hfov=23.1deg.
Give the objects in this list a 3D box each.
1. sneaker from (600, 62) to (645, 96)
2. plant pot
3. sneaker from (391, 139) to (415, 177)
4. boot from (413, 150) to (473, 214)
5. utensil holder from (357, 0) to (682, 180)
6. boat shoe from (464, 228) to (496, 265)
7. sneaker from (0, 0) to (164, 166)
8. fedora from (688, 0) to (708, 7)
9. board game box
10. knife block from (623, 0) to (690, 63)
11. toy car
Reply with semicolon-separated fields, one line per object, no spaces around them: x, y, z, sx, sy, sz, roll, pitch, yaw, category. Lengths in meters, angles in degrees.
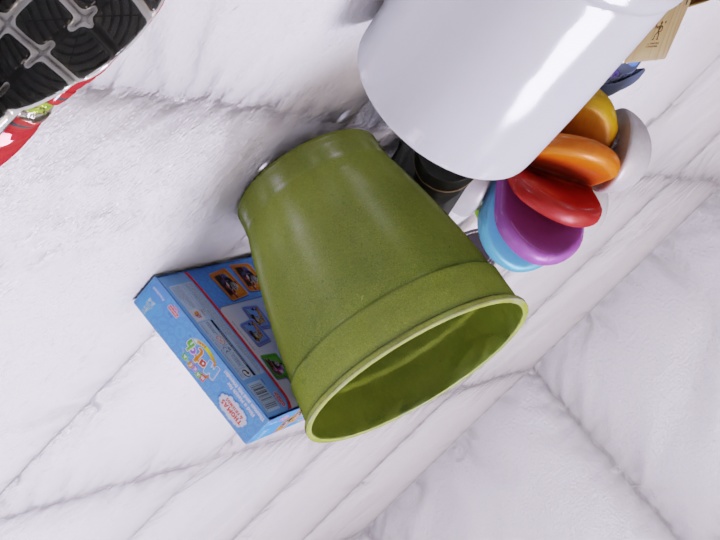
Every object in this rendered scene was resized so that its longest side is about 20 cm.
0.221;-0.205;1.666;0.147;0.081;0.200;-49;171;14;sneaker
0.000;0.000;1.396;0.199;0.194;0.201;-27;162;-10;plant pot
0.015;-0.057;1.587;0.114;0.077;0.200;-20;-157;38;sneaker
0.092;-0.133;1.488;0.201;0.077;0.139;-56;174;-22;boot
0.112;-0.184;1.229;0.169;0.170;0.200;-27;162;-47;utensil holder
0.080;0.015;1.995;0.199;0.072;0.065;-32;170;-16;boat shoe
-0.177;-0.105;0.896;0.199;0.077;0.085;-37;179;10;sneaker
0.263;-0.305;1.392;0.081;0.201;0.201;30;114;-33;fedora
-0.083;0.059;1.481;0.037;0.152;0.200;-46;166;25;board game box
0.209;-0.255;1.321;0.064;0.199;0.177;-11;129;-48;knife block
0.175;-0.078;1.677;0.173;0.151;0.200;15;140;-19;toy car
